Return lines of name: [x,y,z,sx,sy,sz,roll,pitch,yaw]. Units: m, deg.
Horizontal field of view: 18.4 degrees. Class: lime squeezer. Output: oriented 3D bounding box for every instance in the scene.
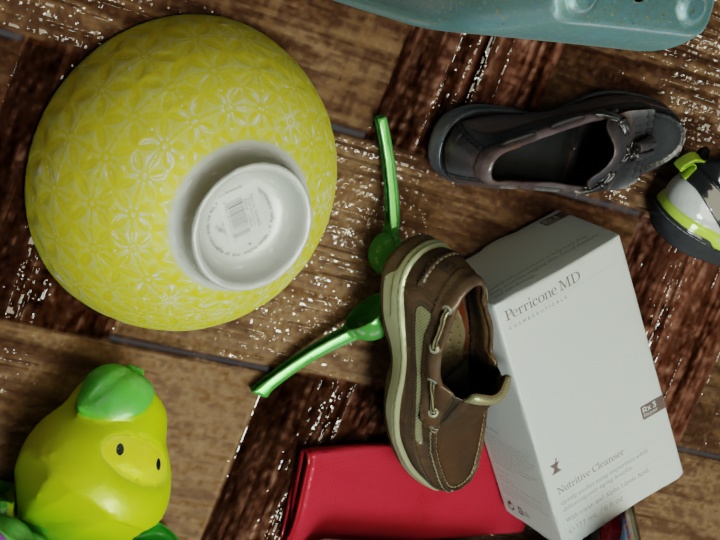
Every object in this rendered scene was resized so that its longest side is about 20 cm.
lime squeezer: [0.000,0.000,1.453,0.070,0.038,0.200,24,100,-6]

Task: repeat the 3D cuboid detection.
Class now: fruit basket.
fruit basket: [-0.171,0.167,1.354,0.215,0.156,0.216,-14,133,-15]

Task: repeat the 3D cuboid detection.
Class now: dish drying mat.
dish drying mat: [0.038,0.153,1.549,0.200,0.018,0.077,0,110,-33]

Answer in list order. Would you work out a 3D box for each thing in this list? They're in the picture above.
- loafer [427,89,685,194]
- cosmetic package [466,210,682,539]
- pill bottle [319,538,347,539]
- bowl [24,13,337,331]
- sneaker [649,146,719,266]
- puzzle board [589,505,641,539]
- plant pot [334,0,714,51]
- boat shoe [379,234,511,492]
loafer: [0.142,-0.077,1.481,0.200,0.063,0.072,-5,114,-31]
cosmetic package: [0.137,0.073,1.525,0.113,0.081,0.200,-30,119,-20]
pill bottle: [0.049,0.248,1.538,0.200,0.113,0.113,10,105,-34]
bowl: [-0.088,-0.044,1.324,0.200,0.108,0.201,-13,117,-27]
sneaker: [0.297,-0.040,1.583,0.200,0.072,0.083,12,118,-35]
puzzle board: [0.168,0.235,1.573,0.017,0.200,0.151,13,107,-2]
plant pot: [0.118,-0.223,1.315,0.195,0.200,0.197,2,111,-33]
boat shoe: [0.060,0.075,1.455,0.075,0.075,0.203,-39,136,-29]
